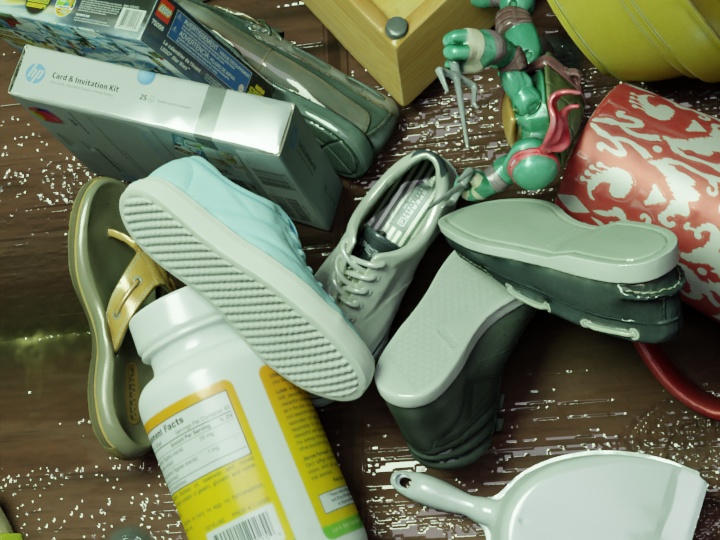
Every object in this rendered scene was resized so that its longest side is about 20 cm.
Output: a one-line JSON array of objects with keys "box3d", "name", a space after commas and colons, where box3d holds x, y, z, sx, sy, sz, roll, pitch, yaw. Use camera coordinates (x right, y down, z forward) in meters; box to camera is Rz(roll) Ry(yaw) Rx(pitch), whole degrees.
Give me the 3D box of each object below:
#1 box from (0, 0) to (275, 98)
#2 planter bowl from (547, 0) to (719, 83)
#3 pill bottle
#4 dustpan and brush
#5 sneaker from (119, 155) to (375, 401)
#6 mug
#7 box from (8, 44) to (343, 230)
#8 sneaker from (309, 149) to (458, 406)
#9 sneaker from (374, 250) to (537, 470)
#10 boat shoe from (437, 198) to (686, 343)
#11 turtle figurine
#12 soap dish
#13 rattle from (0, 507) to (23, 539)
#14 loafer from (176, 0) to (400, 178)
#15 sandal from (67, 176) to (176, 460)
[{"box3d": [-0.174, -0.159, 0.954, 0.199, 0.137, 0.040, 17, 78, 35], "name": "box"}, {"box3d": [0.177, -0.189, 0.904, 0.083, 0.200, 0.202, -35, 71, 24], "name": "planter bowl"}, {"box3d": [-0.081, 0.112, 0.898, 0.110, 0.111, 0.202, -24, 79, 5], "name": "pill bottle"}, {"box3d": [0.112, 0.169, 0.891, 0.198, 0.057, 0.141, 19, 79, 9], "name": "dustpan and brush"}, {"box3d": [-0.057, -0.006, 0.864, 0.200, 0.074, 0.082, 42, 52, 5], "name": "sneaker"}, {"box3d": [0.225, -0.014, 0.869, 0.199, 0.133, 0.179, 29, 82, 20], "name": "mug"}, {"box3d": [-0.123, -0.090, 0.946, 0.198, 0.156, 0.042, 13, 76, 15], "name": "box"}, {"box3d": [0.000, 0.000, 0.940, 0.073, 0.071, 0.201, 27, 85, 17], "name": "sneaker"}, {"box3d": [0.081, 0.051, 0.918, 0.070, 0.100, 0.200, 19, 49, 32], "name": "sneaker"}, {"box3d": [0.120, -0.001, 0.844, 0.075, 0.199, 0.061, -24, 113, -23], "name": "boat shoe"}, {"box3d": [0.098, -0.107, 0.884, 0.099, 0.151, 0.201, 5, 44, 5], "name": "turtle figurine"}, {"box3d": [0.051, -0.245, 0.986, 0.200, 0.081, 0.158, -42, 72, 0], "name": "soap dish"}, {"box3d": [-0.305, 0.209, 0.882, 0.141, 0.200, 0.132, -8, 97, 5], "name": "rattle"}, {"box3d": [-0.061, -0.145, 1.001, 0.199, 0.072, 0.063, 36, 66, 11], "name": "loafer"}, {"box3d": [-0.160, 0.032, 0.960, 0.054, 0.080, 0.203, -12, 79, 31], "name": "sandal"}]
